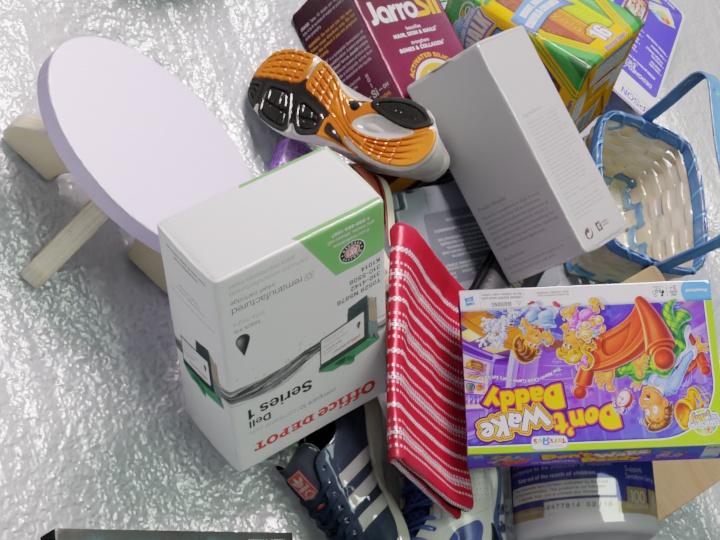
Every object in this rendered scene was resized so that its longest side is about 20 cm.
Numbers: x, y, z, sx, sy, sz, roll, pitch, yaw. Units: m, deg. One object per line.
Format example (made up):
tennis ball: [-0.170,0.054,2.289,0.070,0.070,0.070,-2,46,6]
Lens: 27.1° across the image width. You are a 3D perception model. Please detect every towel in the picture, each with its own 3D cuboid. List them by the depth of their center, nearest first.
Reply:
towel: [0.055,0.077,1.171,0.145,0.022,0.201,47,38,-53]

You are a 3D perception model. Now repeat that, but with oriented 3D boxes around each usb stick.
usb stick: [0.115,0.036,1.318,0.055,0.033,0.200,38,54,-7]

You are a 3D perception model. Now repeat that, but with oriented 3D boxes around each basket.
basket: [0.284,-0.074,1.442,0.139,0.200,0.177,17,57,-31]

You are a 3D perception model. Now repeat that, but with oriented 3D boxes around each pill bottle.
pill bottle: [0.181,0.125,1.247,0.119,0.120,0.201,10,69,-34]

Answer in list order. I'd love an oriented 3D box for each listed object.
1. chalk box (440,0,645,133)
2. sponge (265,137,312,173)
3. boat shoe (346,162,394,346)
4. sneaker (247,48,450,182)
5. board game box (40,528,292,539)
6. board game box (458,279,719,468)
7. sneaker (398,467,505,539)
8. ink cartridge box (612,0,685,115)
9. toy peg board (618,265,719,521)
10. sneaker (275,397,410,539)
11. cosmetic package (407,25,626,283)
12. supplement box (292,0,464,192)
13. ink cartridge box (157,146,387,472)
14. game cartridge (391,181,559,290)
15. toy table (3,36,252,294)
chalk box: [0.146,-0.222,1.443,0.200,0.124,0.125,34,46,14]
sponge: [-0.047,-0.011,1.271,0.111,0.030,0.201,32,52,-22]
boat shoe: [0.000,0.000,1.231,0.062,0.071,0.201,19,53,-45]
sneaker: [-0.010,-0.123,1.299,0.076,0.199,0.092,-58,152,-6]
board game box: [-0.129,0.255,1.072,0.199,0.028,0.136,7,63,-35]
board game box: [0.179,0.081,1.174,0.199,0.045,0.135,-3,69,2]
sneaker: [0.059,0.211,1.206,0.115,0.080,0.200,-3,72,-41]
ink cartridge box: [0.258,-0.274,1.633,0.198,0.043,0.200,39,48,-16]
toy peg board: [0.229,0.134,1.387,0.199,0.098,0.201,-27,85,-27]
sneaker: [-0.021,0.180,1.169,0.084,0.075,0.201,10,52,-36]
cosmetic package: [0.135,-0.099,1.298,0.074,0.101,0.201,-28,93,-42]
supplement box: [0.037,-0.177,1.383,0.110,0.086,0.201,-20,81,-42]
ink cartridge box: [-0.059,0.031,1.101,0.146,0.201,0.084,-27,48,-24]
game cartridge: [0.100,-0.016,1.367,0.199,0.040,0.134,-11,84,-44]
toy table: [-0.180,-0.071,1.139,0.200,0.117,0.184,54,47,-4]
